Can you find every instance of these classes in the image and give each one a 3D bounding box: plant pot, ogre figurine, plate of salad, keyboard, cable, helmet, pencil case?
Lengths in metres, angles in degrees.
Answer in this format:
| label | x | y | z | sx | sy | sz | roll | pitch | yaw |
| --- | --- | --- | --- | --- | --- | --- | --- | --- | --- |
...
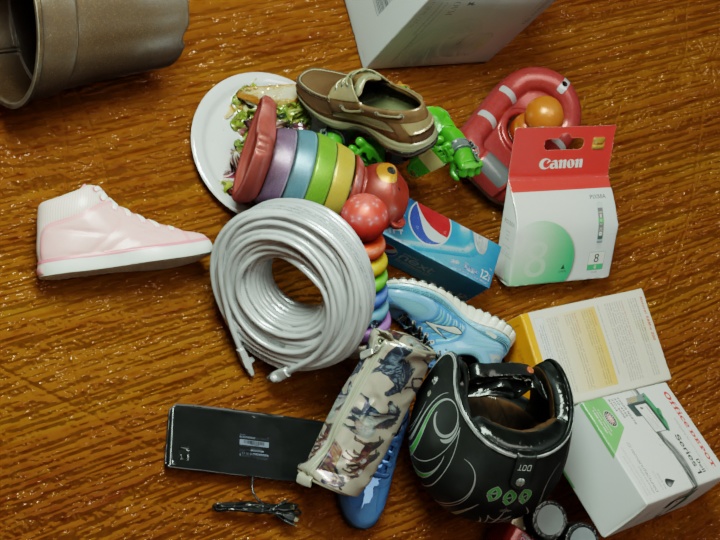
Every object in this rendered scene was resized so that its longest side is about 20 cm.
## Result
| label | x | y | z | sx | sy | sz | roll | pitch | yaw |
| --- | --- | --- | --- | --- | --- | --- | --- | --- | --- |
| plant pot | -0.312 | -0.292 | 1.423 | 0.198 | 0.200 | 0.201 | -12 | 79 | -35 |
| ogre figurine | 0.043 | -0.166 | 1.574 | 0.199 | 0.098 | 0.120 | -11 | 40 | 5 |
| plate of salad | -0.107 | -0.153 | 1.546 | 0.199 | 0.048 | 0.201 | 8 | 70 | -23 |
| keyboard | -0.123 | 0.221 | 1.431 | 0.199 | 0.021 | 0.128 | 10 | 64 | -21 |
| cable | -0.074 | 0.017 | 1.419 | 0.069 | 0.199 | 0.201 | -43 | 113 | -54 |
| helmet | 0.146 | 0.191 | 1.463 | 0.199 | 0.191 | 0.201 | 9 | 52 | -12 |
| pencil case | 0.003 | 0.158 | 1.413 | 0.089 | 0.078 | 0.200 | 27 | 92 | -39 |

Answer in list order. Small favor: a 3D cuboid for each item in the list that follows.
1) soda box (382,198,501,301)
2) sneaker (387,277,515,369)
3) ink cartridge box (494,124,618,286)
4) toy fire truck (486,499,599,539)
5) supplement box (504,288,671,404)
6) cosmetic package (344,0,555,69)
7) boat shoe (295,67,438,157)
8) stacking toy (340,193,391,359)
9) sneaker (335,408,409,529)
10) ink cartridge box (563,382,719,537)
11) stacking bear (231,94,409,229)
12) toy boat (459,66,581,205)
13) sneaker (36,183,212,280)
| label | x | y | z | sx | sy | sz | roll | pitch | yaw |
| --- | --- | --- | --- | --- | --- | --- | --- | --- | --- |
| soda box | 0.071 | -0.037 | 1.579 | 0.200 | 0.068 | 0.064 | 26 | 64 | -15 |
| sneaker | 0.091 | 0.073 | 1.548 | 0.199 | 0.078 | 0.090 | 25 | 76 | -9 |
| ink cartridge box | 0.261 | -0.083 | 1.634 | 0.160 | 0.050 | 0.201 | -5 | 116 | -26 |
| toy fire truck | 0.217 | 0.388 | 1.487 | 0.176 | 0.129 | 0.200 | 35 | 74 | -11 |
| supplement box | 0.285 | 0.106 | 1.628 | 0.199 | 0.074 | 0.126 | -9 | 77 | -27 |
| cosmetic package | 0.115 | -0.356 | 1.629 | 0.199 | 0.199 | 0.123 | -9 | 77 | -27 |
| boat shoe | 0.008 | -0.205 | 1.498 | 0.200 | 0.074 | 0.076 | 26 | 56 | 29 |
| stacking toy | 0.000 | 0.000 | 1.457 | 0.085 | 0.201 | 0.085 | 3 | 33 | -2 |
| sneaker | 0.018 | 0.197 | 1.473 | 0.066 | 0.078 | 0.201 | 18 | 68 | -21 |
| ink cartridge box | 0.337 | 0.226 | 1.555 | 0.200 | 0.084 | 0.146 | -6 | 58 | -47 |
| stacking bear | -0.038 | -0.104 | 1.467 | 0.199 | 0.114 | 0.122 | 16 | 39 | -13 |
| toy boat | 0.222 | -0.188 | 1.663 | 0.130 | 0.131 | 0.200 | 43 | 61 | -7 |
| sneaker | -0.266 | -0.050 | 1.420 | 0.199 | 0.075 | 0.105 | -6 | 81 | -22 |
